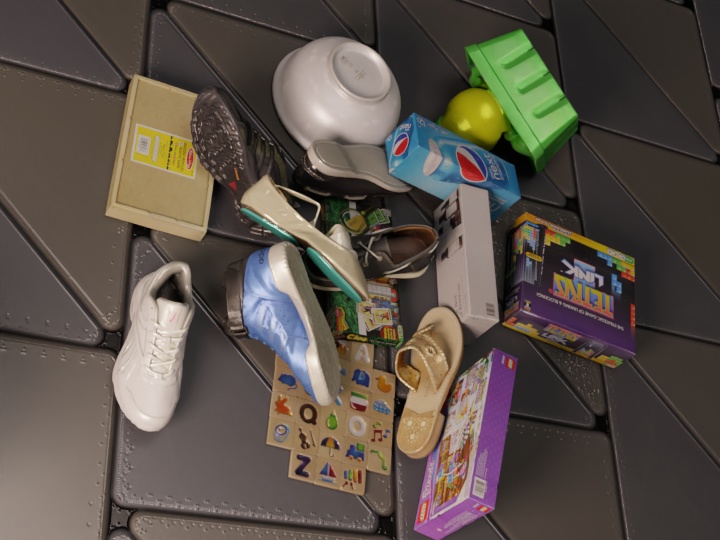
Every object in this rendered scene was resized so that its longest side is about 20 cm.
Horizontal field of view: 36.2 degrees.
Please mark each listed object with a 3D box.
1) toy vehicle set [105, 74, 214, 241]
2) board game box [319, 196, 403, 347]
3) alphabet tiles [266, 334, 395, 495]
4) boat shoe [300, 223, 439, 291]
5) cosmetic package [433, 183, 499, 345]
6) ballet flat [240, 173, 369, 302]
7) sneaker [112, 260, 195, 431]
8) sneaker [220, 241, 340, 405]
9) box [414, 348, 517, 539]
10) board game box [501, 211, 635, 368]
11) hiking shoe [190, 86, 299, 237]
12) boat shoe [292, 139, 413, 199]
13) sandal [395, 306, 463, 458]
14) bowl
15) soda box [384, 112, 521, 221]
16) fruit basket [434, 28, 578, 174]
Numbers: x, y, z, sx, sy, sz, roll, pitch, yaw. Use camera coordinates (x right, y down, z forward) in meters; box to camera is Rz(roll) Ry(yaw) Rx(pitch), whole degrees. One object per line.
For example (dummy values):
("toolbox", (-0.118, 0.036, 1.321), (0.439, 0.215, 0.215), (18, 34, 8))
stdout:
("toy vehicle set", (-0.244, -0.144, 1.391), (0.123, 0.027, 0.203), (17, 57, -21))
("board game box", (0.000, 0.000, 1.451), (0.103, 0.023, 0.203), (8, 59, -23))
("alphabet tiles", (-0.033, 0.168, 1.353), (0.164, 0.006, 0.203), (17, 57, -20))
("boat shoe", (0.010, -0.023, 1.414), (0.197, 0.068, 0.073), (-9, 67, -28))
("cosmetic package", (0.141, -0.009, 1.503), (0.050, 0.083, 0.203), (11, 59, -21))
("ballet flat", (-0.055, -0.044, 1.339), (0.199, 0.070, 0.070), (38, 52, 1))
("sneaker", (-0.226, 0.076, 1.234), (0.077, 0.099, 0.203), (11, 59, -23))
("sneaker", (-0.102, 0.075, 1.325), (0.077, 0.110, 0.203), (-48, 120, -68))
("box", (0.129, 0.211, 1.339), (0.039, 0.137, 0.202), (25, 55, -14))
("board game box", (0.302, 0.028, 1.590), (0.197, 0.057, 0.168), (20, 55, -19))
("hiking shoe", (-0.146, -0.146, 1.407), (0.202, 0.075, 0.101), (65, 29, -18))
("boat shoe", (-0.008, -0.127, 1.493), (0.198, 0.060, 0.075), (1, 54, -49))
("sandal", (0.075, 0.123, 1.384), (0.070, 0.077, 0.215), (44, 48, -43))
("bowl", (-0.017, -0.253, 1.541), (0.198, 0.090, 0.204), (14, 58, -23))
("soda box", (0.131, -0.142, 1.548), (0.198, 0.068, 0.065), (22, 46, -33))
("fruit basket", (0.201, -0.233, 1.648), (0.212, 0.155, 0.220), (-1, 84, 11))
